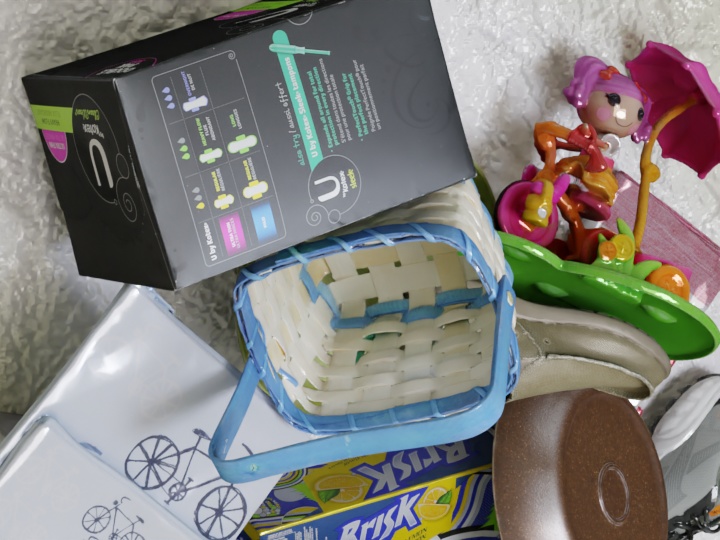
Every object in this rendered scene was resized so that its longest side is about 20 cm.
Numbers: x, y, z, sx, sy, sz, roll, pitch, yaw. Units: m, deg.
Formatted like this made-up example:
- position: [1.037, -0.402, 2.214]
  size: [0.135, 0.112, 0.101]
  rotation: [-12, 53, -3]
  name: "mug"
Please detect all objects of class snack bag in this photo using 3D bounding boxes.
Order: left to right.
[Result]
- position: [-0.131, 0.129, 1.434]
  size: [0.200, 0.021, 0.189]
  rotation: [-53, 129, -7]
  name: "snack bag"

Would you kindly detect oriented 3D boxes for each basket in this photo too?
- position: [0.012, 0.039, 1.417]
  size: [0.200, 0.175, 0.140]
  rotation: [-67, 141, -53]
  name: "basket"

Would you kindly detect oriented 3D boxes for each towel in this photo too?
- position: [0.167, 0.046, 1.700]
  size: [0.144, 0.023, 0.201]
  rotation: [33, 91, -39]
  name: "towel"

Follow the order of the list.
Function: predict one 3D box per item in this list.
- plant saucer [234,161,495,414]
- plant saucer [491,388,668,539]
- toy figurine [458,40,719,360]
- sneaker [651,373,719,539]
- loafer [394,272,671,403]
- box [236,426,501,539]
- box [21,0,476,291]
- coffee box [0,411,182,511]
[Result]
- position: [0.000, 0.000, 1.559]
  size: [0.199, 0.031, 0.201]
  rotation: [-14, 117, -29]
  name: "plant saucer"
- position: [0.155, 0.151, 1.632]
  size: [0.200, 0.036, 0.202]
  rotation: [25, 59, -50]
  name: "plant saucer"
- position: [0.163, -0.064, 1.586]
  size: [0.199, 0.150, 0.185]
  rotation: [25, 72, -24]
  name: "toy figurine"
- position: [0.218, 0.169, 1.747]
  size: [0.200, 0.079, 0.074]
  rotation: [-51, 147, -2]
  name: "sneaker"
- position: [0.104, 0.055, 1.566]
  size: [0.199, 0.076, 0.068]
  rotation: [16, 75, -17]
  name: "loafer"
- position: [0.008, 0.156, 1.603]
  size: [0.199, 0.070, 0.065]
  rotation: [-13, 121, -26]
  name: "box"
- position: [-0.064, -0.081, 1.387]
  size: [0.199, 0.148, 0.125]
  rotation: [-22, 103, -24]
  name: "box"
- position: [-0.200, 0.195, 1.478]
  size: [0.112, 0.080, 0.201]
  rotation: [12, 103, -38]
  name: "coffee box"
